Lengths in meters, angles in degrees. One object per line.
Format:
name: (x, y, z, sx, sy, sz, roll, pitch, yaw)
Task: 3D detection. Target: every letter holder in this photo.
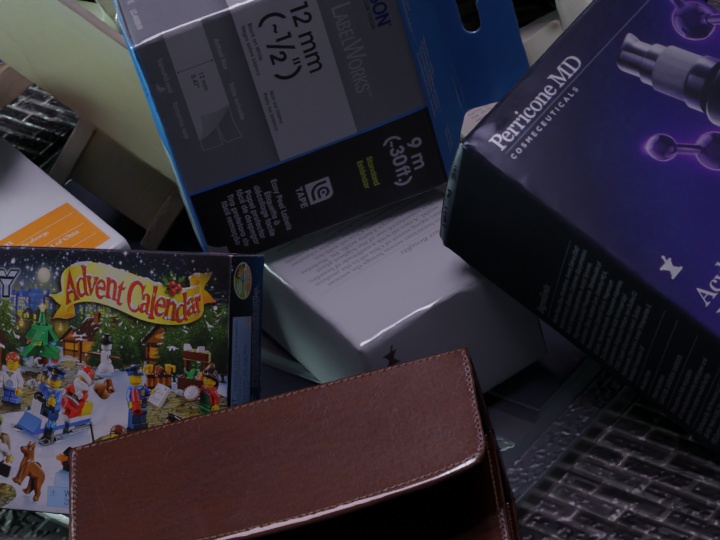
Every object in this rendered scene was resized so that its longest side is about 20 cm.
letter holder: (-0.027, 0.140, 1.168, 0.199, 0.101, 0.143, -14, 38, 5)

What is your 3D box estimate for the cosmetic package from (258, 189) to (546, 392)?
cosmetic package: (0.000, 0.000, 1.347, 0.101, 0.072, 0.200, -30, 37, -16)

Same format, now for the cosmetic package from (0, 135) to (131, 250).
cosmetic package: (-0.210, -0.005, 1.459, 0.101, 0.072, 0.200, -33, 38, -19)

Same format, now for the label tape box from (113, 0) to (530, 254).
label tape box: (-0.010, -0.104, 1.291, 0.199, 0.144, 0.066, -19, 35, -2)

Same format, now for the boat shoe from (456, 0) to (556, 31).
boat shoe: (0.043, -0.115, 1.489, 0.073, 0.075, 0.200, 22, 53, 42)

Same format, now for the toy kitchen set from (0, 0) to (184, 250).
toy kitchen set: (-0.117, -0.160, 1.459, 0.163, 0.200, 0.181, 34, 50, -4)

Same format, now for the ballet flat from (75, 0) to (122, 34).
ballet flat: (-0.158, -0.156, 1.629, 0.199, 0.076, 0.068, 16, 47, 38)

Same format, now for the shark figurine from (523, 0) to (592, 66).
shark figurine: (0.142, -0.183, 1.391, 0.089, 0.216, 0.128, 6, -16, -40)

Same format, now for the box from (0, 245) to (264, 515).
box: (-0.146, 0.057, 1.302, 0.199, 0.138, 0.038, 2, 2, 26)

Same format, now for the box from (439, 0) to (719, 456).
box: (0.160, -0.028, 1.215, 0.200, 0.104, 0.148, 37, 67, 13)

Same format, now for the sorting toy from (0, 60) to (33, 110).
sorting toy: (-0.300, -0.098, 1.527, 0.198, 0.070, 0.200, -25, 11, 15)

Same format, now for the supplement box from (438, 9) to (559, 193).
supplement box: (0.132, -0.061, 1.378, 0.126, 0.074, 0.200, -28, 38, -15)

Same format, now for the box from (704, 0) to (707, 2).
box: (0.094, -0.203, 1.511, 0.160, 0.049, 0.200, 0, 15, -27)
